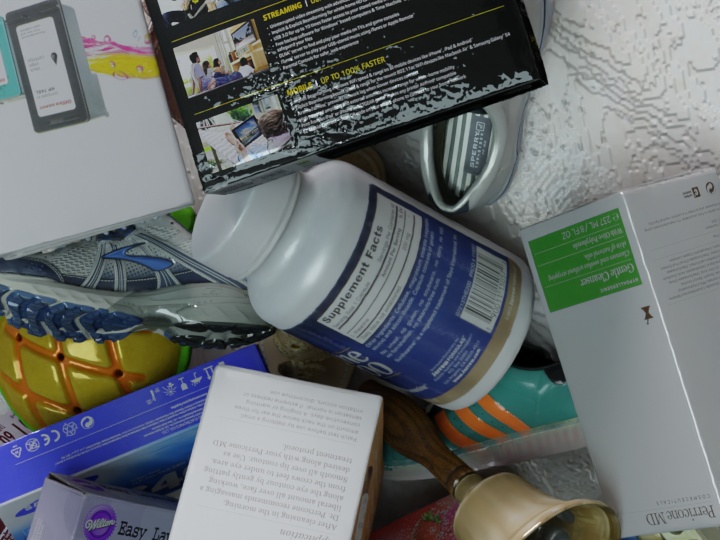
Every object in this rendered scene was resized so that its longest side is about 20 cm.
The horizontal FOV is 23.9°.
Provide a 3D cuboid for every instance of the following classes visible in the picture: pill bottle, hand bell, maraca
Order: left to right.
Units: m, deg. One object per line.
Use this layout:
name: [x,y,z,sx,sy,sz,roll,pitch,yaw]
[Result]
maraca: [-0.173,0.038,1.181,0.200,0.107,0.137,-41,89,16]
pill bottle: [0.000,0.000,1.059,0.200,0.111,0.111,28,120,-23]
hand bell: [0.060,0.130,1.074,0.200,0.104,0.104,42,125,42]

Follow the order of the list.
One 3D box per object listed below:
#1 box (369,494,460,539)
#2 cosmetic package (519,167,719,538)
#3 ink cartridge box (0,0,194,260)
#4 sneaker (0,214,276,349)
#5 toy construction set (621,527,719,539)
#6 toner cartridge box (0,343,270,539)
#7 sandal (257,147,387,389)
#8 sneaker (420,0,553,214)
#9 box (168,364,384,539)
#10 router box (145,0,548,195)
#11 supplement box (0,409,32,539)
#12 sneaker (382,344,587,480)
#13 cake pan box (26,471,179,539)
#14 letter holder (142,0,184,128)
box: [0.034,0.239,1.161,0.200,0.095,0.103,-31,134,30]
cosmetic package: [0.184,0.051,1.022,0.108,0.085,0.200,-24,81,56]
ink cartridge box: [-0.200,-0.117,1.001,0.146,0.147,0.201,-16,99,-13]
sneaker: [-0.153,0.000,1.105,0.199,0.085,0.077,6,159,-21]
toy construction set: [0.211,0.228,1.127,0.131,0.092,0.200,-21,90,25]
toner cartridge box: [-0.150,0.122,1.155,0.200,0.095,0.043,-22,63,-8]
sandal: [-0.037,0.017,1.142,0.077,0.070,0.212,19,115,12]
sneaker: [0.076,-0.128,1.047,0.073,0.071,0.201,7,112,17]
box: [-0.056,0.182,1.039,0.106,0.152,0.200,11,69,5]
router box: [-0.013,-0.142,0.949,0.200,0.051,0.150,-18,88,11]
supplement box: [-0.207,0.194,1.248,0.200,0.109,0.061,38,117,2]
sneaker: [0.090,0.089,1.132,0.200,0.071,0.080,-16,83,30]
cake pan box: [-0.153,0.240,1.126,0.052,0.200,0.185,11,82,44]
letter holder: [-0.063,-0.194,1.058,0.142,0.101,0.200,41,117,4]
